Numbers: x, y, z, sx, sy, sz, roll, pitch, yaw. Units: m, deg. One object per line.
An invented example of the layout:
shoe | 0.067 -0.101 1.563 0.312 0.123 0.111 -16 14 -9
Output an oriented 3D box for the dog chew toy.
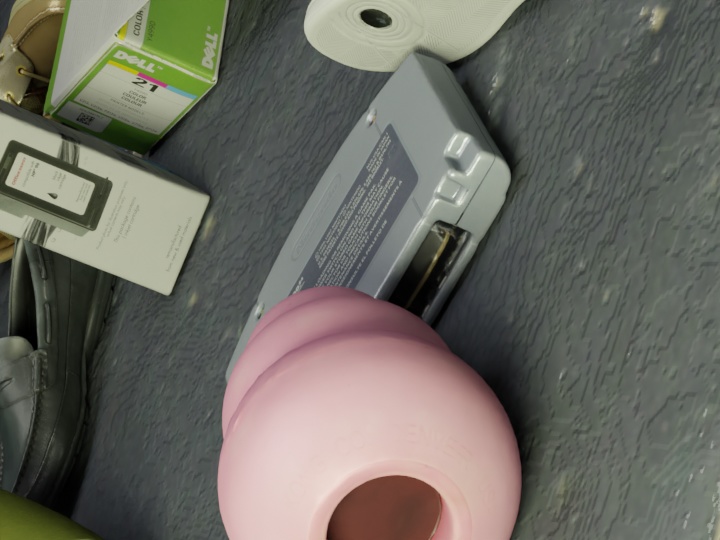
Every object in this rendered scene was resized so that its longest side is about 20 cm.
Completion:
dog chew toy | -0.004 0.068 1.100 0.125 0.124 0.200 -62 18 14

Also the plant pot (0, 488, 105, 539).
plant pot | -0.204 0.192 1.382 0.200 0.187 0.187 -8 61 47

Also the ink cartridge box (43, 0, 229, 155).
ink cartridge box | -0.111 -0.186 1.607 0.200 0.076 0.148 -39 36 47

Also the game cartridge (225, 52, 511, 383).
game cartridge | 0.000 0.000 1.252 0.200 0.041 0.133 -59 28 19

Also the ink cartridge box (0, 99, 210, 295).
ink cartridge box | -0.203 -0.059 1.534 0.068 0.200 0.116 -66 23 3

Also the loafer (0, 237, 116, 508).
loafer | -0.203 0.066 1.587 0.068 0.070 0.201 -37 38 51

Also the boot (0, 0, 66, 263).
boot | -0.235 -0.099 1.798 0.200 0.073 0.156 -39 36 52

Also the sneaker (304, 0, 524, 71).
sneaker | 0.055 -0.175 1.255 0.200 0.073 0.112 -24 45 47
